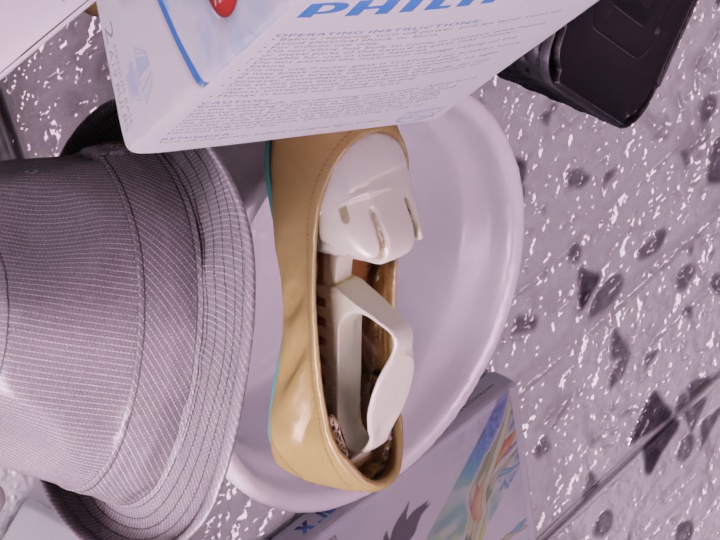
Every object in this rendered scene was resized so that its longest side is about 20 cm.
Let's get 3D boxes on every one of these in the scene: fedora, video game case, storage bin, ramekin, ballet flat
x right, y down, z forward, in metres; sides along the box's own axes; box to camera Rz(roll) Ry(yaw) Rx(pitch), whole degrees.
[{"bbox_3d":[-0.121,0.018,1.096,0.090,0.200,0.178,5,106,-25],"label":"fedora"},{"bbox_3d":[0.025,0.179,1.498,0.182,0.022,0.201,-35,133,-32],"label":"video game case"},{"bbox_3d":[0.109,-0.181,1.324,0.201,0.094,0.135,-65,154,2],"label":"storage bin"},{"bbox_3d":[-0.028,-0.003,1.282,0.200,0.098,0.201,-25,127,-39],"label":"ramekin"},{"bbox_3d":[0.000,0.000,1.188,0.068,0.063,0.201,-23,124,-40],"label":"ballet flat"}]

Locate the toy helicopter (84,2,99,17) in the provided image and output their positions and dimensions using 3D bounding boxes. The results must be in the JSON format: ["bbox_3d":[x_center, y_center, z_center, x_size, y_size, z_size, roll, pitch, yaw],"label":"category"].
[{"bbox_3d":[-0.042,-0.157,1.223,0.200,0.079,0.133,-30,139,-22],"label":"toy helicopter"}]

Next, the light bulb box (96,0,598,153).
[{"bbox_3d":[-0.013,-0.160,0.950,0.124,0.200,0.199,-9,81,-21],"label":"light bulb box"}]

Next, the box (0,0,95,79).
[{"bbox_3d":[-0.181,-0.056,1.009,0.200,0.144,0.036,-39,107,-2],"label":"box"}]

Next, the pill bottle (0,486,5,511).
[{"bbox_3d":[-0.232,0.145,1.119,0.111,0.110,0.201,37,81,-51],"label":"pill bottle"}]

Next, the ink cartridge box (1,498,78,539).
[{"bbox_3d":[-0.079,0.216,1.261,0.145,0.200,0.145,38,78,-51],"label":"ink cartridge box"}]
